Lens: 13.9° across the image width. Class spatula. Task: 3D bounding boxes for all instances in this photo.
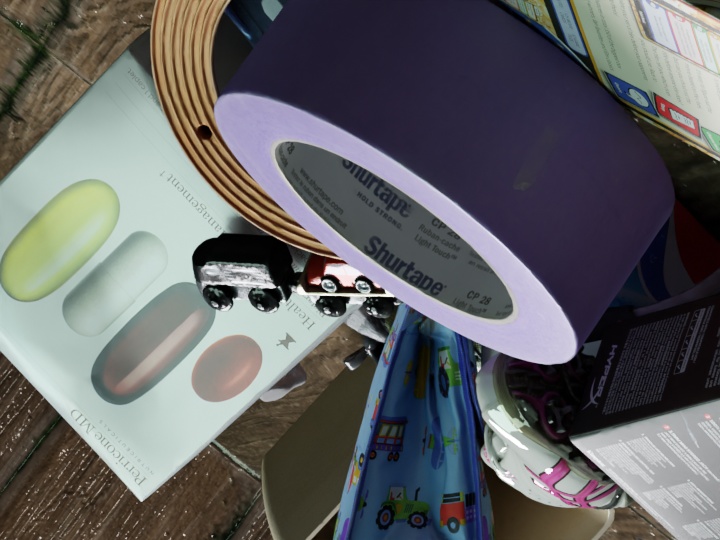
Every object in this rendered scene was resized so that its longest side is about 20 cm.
[{"bbox_3d":[0.152,0.015,1.465,0.199,0.021,0.057,-16,131,30],"label":"spatula"}]

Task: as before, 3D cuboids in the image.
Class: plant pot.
[{"bbox_3d":[0.037,0.173,2.289,0.200,0.200,0.177,43,178,-31],"label":"plant pot"}]

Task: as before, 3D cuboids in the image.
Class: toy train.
[{"bbox_3d":[0.000,0.000,1.539,0.199,0.034,0.046,2,135,27],"label":"toy train"}]

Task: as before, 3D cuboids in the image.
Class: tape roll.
[{"bbox_3d":[0.037,-0.050,1.339,0.199,0.085,0.200,34,167,9],"label":"tape roll"}]

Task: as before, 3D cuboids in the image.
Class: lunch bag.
[{"bbox_3d":[0.035,0.080,1.708,0.093,0.202,0.151,3,-174,3],"label":"lunch bag"}]

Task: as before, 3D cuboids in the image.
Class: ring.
[{"bbox_3d":[-0.011,-0.095,1.464,0.199,0.019,0.202,11,123,18],"label":"ring"}]

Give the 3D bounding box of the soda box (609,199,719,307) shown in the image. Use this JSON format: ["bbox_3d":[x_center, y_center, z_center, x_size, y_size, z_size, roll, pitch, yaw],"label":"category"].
[{"bbox_3d":[0.143,-0.002,1.531,0.200,0.064,0.068,42,167,-28],"label":"soda box"}]

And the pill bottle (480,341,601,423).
[{"bbox_3d":[0.124,0.055,1.689,0.112,0.113,0.200,35,170,10],"label":"pill bottle"}]

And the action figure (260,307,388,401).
[{"bbox_3d":[-0.065,-0.009,1.955,0.201,0.104,0.194,110,144,-46],"label":"action figure"}]

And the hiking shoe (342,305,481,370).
[{"bbox_3d":[0.071,0.058,1.903,0.076,0.101,0.200,43,168,-32],"label":"hiking shoe"}]

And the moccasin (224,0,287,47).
[{"bbox_3d":[-0.006,-0.095,1.522,0.068,0.081,0.201,-24,107,29],"label":"moccasin"}]

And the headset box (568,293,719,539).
[{"bbox_3d":[0.225,0.075,1.415,0.199,0.075,0.149,-19,129,44],"label":"headset box"}]

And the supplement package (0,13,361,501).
[{"bbox_3d":[-0.101,-0.019,1.689,0.191,0.200,0.147,46,-150,-2],"label":"supplement package"}]

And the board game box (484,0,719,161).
[{"bbox_3d":[0.130,-0.102,1.203,0.199,0.046,0.152,32,168,25],"label":"board game box"}]

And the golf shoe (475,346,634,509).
[{"bbox_3d":[0.098,0.089,1.516,0.092,0.073,0.200,-18,156,22],"label":"golf shoe"}]
